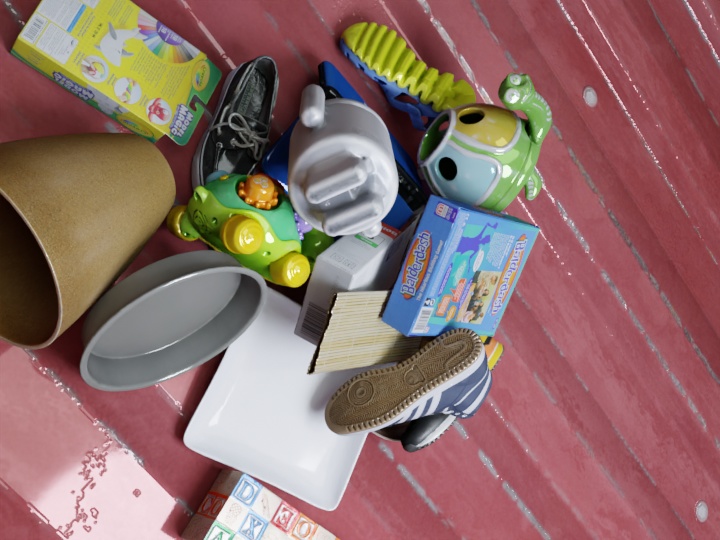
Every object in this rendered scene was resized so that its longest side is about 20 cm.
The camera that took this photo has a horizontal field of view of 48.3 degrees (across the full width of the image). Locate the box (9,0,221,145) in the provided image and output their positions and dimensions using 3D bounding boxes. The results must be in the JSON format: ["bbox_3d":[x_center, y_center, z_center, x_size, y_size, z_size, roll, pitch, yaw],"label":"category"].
[{"bbox_3d":[-0.258,-0.229,0.879,0.200,0.048,0.117,33,65,-24],"label":"box"}]

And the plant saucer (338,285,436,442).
[{"bbox_3d":[0.047,0.120,1.045,0.200,0.034,0.201,6,79,-33],"label":"plant saucer"}]

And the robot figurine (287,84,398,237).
[{"bbox_3d":[-0.020,-0.113,0.858,0.200,0.113,0.170,-96,165,-58],"label":"robot figurine"}]

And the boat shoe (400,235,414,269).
[{"bbox_3d":[0.142,0.000,1.103,0.200,0.076,0.072,15,74,-33],"label":"boat shoe"}]

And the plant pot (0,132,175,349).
[{"bbox_3d":[-0.278,-0.054,0.773,0.200,0.186,0.187,-41,106,-47],"label":"plant pot"}]

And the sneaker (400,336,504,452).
[{"bbox_3d":[0.097,0.139,1.025,0.090,0.070,0.200,45,61,0],"label":"sneaker"}]

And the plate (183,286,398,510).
[{"bbox_3d":[-0.078,0.148,0.933,0.199,0.032,0.200,29,73,-17],"label":"plate"}]

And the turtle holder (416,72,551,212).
[{"bbox_3d":[0.155,-0.146,1.005,0.132,0.185,0.141,25,69,-18],"label":"turtle holder"}]

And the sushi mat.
[{"bbox_3d":[0.021,0.066,0.904,0.200,0.012,0.096,0,111,-52],"label":"sushi mat"}]

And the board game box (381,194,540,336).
[{"bbox_3d":[0.122,0.001,0.938,0.200,0.045,0.152,7,107,-53],"label":"board game box"}]

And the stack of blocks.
[{"bbox_3d":[-0.098,0.324,0.896,0.200,0.059,0.115,42,62,-22],"label":"stack of blocks"}]

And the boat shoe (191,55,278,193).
[{"bbox_3d":[-0.137,-0.158,0.937,0.074,0.068,0.200,28,68,-28],"label":"boat shoe"}]

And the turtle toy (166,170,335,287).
[{"bbox_3d":[-0.106,-0.045,0.887,0.200,0.146,0.101,37,74,-43],"label":"turtle toy"}]

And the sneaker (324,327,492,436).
[{"bbox_3d":[0.063,0.148,0.935,0.109,0.200,0.070,54,9,-53],"label":"sneaker"}]

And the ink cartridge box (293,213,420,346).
[{"bbox_3d":[0.000,0.000,0.944,0.050,0.109,0.200,27,32,13],"label":"ink cartridge box"}]

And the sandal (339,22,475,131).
[{"bbox_3d":[0.053,-0.251,1.079,0.200,0.087,0.080,38,59,-1],"label":"sandal"}]

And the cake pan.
[{"bbox_3d":[-0.190,0.049,0.809,0.200,0.200,0.037,-17,61,-35],"label":"cake pan"}]

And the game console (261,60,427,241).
[{"bbox_3d":[-0.021,-0.135,1.016,0.200,0.118,0.171,46,18,-28],"label":"game console"}]

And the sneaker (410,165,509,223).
[{"bbox_3d":[0.162,-0.104,1.139,0.200,0.073,0.114,18,70,-31],"label":"sneaker"}]
